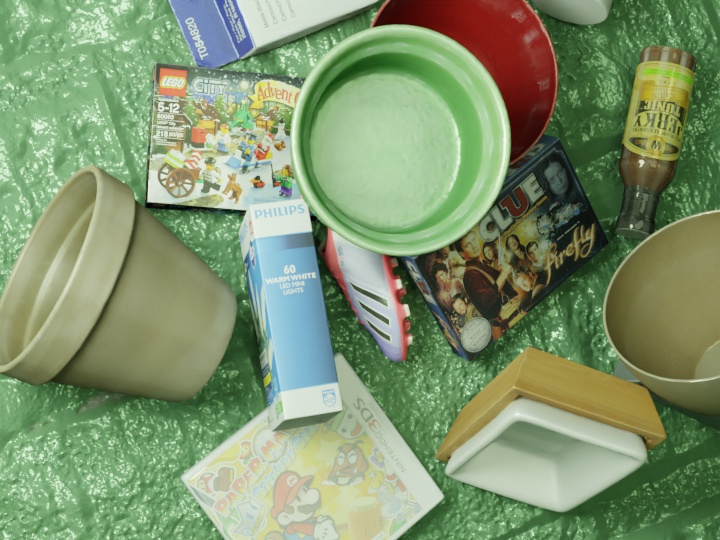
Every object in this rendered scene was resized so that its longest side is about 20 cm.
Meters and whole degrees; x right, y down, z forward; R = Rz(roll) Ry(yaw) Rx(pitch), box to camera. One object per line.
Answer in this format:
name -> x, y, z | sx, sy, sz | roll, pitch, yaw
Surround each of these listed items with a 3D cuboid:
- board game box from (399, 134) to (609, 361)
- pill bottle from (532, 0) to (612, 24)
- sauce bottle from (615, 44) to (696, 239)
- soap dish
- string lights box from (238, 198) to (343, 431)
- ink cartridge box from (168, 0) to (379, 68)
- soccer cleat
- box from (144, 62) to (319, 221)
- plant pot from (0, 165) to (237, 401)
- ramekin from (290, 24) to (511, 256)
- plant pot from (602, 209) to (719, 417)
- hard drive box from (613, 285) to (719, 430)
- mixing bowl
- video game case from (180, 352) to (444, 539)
board game box -> 0.147, -0.024, 1.342 | 0.200, 0.035, 0.136 | -39, 117, -14
pill bottle -> 0.245, -0.366, 1.383 | 0.111, 0.112, 0.202 | 21, 81, -11
sauce bottle -> 0.308, -0.134, 1.402 | 0.064, 0.065, 0.202 | 13, 82, -12
soap dish -> 0.180, 0.156, 1.283 | 0.156, 0.200, 0.082 | 19, 59, -10
string lights box -> -0.067, 0.044, 1.259 | 0.058, 0.103, 0.202 | -8, 78, -13
ink cartridge box -> -0.106, -0.323, 1.328 | 0.198, 0.041, 0.201 | -24, 91, -15
soccer cleat -> 0.000, 0.000, 1.300 | 0.076, 0.067, 0.202 | -14, 111, 3
box -> -0.110, -0.124, 1.309 | 0.198, 0.038, 0.138 | 4, 85, -14
plant pot -> -0.214, 0.032, 1.207 | 0.173, 0.199, 0.202 | 28, 78, -28
ramekin -> 0.028, -0.113, 1.204 | 0.198, 0.098, 0.203 | 0, 89, -11
plant pot -> 0.347, 0.062, 1.267 | 0.200, 0.200, 0.135 | -46, 130, -13
hard drive box -> 0.386, 0.083, 1.394 | 0.198, 0.077, 0.157 | 25, 80, -10
mixing bowl -> 0.087, -0.187, 1.328 | 0.198, 0.108, 0.203 | 1, 86, -13
video game case -> -0.045, 0.213, 1.303 | 0.199, 0.023, 0.183 | -37, 94, -14
